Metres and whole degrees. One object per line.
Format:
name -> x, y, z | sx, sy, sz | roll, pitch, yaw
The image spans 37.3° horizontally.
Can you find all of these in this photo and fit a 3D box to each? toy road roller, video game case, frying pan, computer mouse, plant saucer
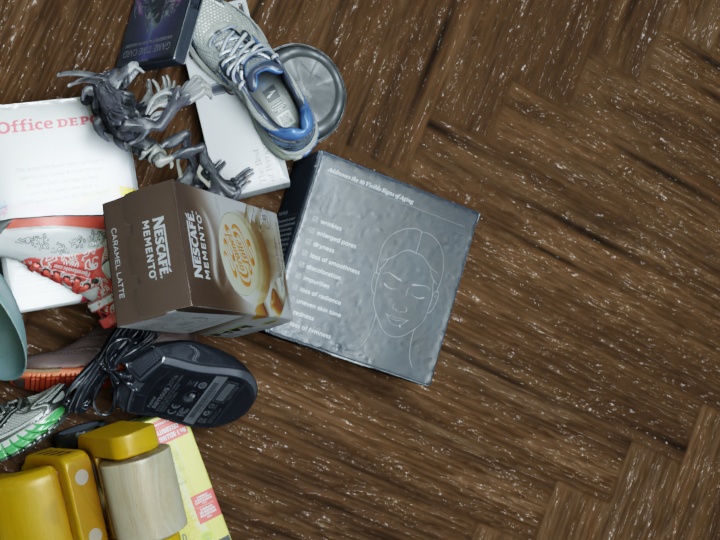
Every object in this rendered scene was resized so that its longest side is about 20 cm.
toy road roller -> -0.274, 0.226, 1.037 | 0.145, 0.198, 0.125 | -16, 95, -41
video game case -> -0.192, -0.305, 1.101 | 0.019, 0.142, 0.203 | 17, 84, -36
frying pan -> -0.100, -0.189, 1.194 | 0.188, 0.031, 0.117 | -19, 94, -21
computer mouse -> -0.188, 0.100, 1.070 | 0.199, 0.053, 0.139 | 24, 115, -43
plant saucer -> -0.381, 0.017, 1.013 | 0.201, 0.200, 0.039 | 49, 53, -12

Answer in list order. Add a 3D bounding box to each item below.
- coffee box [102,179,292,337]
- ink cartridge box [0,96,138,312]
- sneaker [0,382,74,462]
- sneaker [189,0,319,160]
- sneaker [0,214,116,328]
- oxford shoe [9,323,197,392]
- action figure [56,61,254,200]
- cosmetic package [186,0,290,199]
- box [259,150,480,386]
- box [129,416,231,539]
coffee box -> -0.146, -0.004, 0.999 | 0.079, 0.199, 0.116 | -14, 80, 20
ink cartridge box -> -0.301, -0.066, 1.088 | 0.145, 0.085, 0.204 | -8, 91, -21
sneaker -> -0.378, 0.153, 1.051 | 0.197, 0.078, 0.086 | -20, 92, -7
sneaker -> -0.108, -0.207, 1.086 | 0.077, 0.085, 0.201 | -41, 92, -8
sneaker -> -0.266, 0.003, 1.020 | 0.198, 0.067, 0.110 | -4, 89, -26
oxford shoe -> -0.268, 0.082, 1.117 | 0.197, 0.071, 0.074 | -7, 72, -24
action figure -> -0.195, -0.147, 1.038 | 0.103, 0.118, 0.200 | -53, 131, -8
cosmetic package -> -0.138, -0.181, 1.150 | 0.081, 0.051, 0.203 | -14, 89, -3
box -> 0.000, 0.000, 1.173 | 0.197, 0.124, 0.200 | 20, 84, -17
box -> -0.191, 0.248, 1.141 | 0.074, 0.050, 0.203 | -20, 95, -19
